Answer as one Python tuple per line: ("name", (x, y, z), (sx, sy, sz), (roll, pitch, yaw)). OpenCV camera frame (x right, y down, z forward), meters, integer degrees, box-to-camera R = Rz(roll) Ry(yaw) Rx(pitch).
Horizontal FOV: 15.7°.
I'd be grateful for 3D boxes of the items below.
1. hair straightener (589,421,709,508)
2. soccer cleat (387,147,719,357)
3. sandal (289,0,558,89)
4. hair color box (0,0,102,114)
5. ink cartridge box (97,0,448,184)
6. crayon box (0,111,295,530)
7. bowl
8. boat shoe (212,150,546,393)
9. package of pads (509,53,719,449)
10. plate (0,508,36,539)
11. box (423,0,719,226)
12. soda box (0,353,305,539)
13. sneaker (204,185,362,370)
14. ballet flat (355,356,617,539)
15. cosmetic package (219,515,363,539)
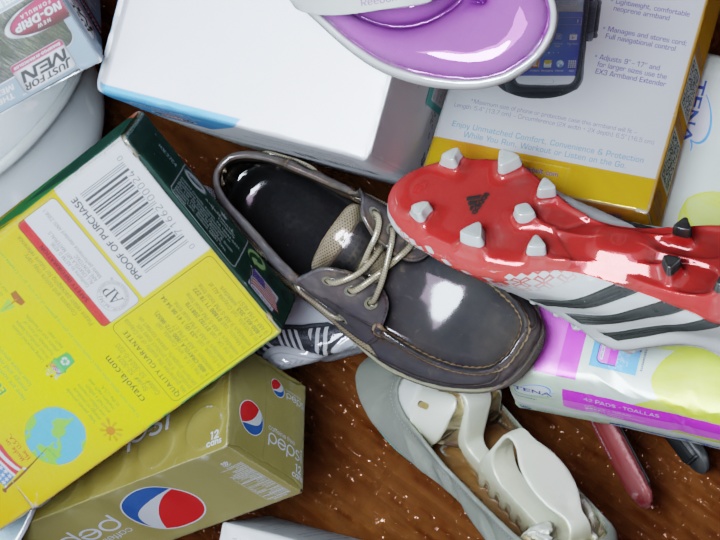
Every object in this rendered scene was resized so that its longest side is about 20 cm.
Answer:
("hair straightener", (0.132, 0.023, 1.382), (0.077, 0.041, 0.200), (-28, 74, -7))
("soccer cleat", (0.106, 0.000, 1.256), (0.200, 0.085, 0.069), (13, 53, 18))
("sandal", (-0.004, -0.147, 1.206), (0.202, 0.050, 0.083), (31, 94, 15))
("hair color box", (-0.190, -0.137, 1.334), (0.099, 0.200, 0.061), (-29, 113, 5))
("ink cartridge box", (-0.019, -0.130, 1.339), (0.146, 0.200, 0.146), (15, 90, 15))
("crayon box", (-0.149, 0.029, 1.311), (0.200, 0.051, 0.127), (-35, 102, 18))
("bowl", (-0.215, -0.059, 1.424), (0.201, 0.201, 0.090), (-22, 126, 13))
("boat shoe", (0.000, 0.000, 1.306), (0.200, 0.073, 0.075), (27, 87, 28))
("package of pads", (0.174, -0.013, 1.326), (0.154, 0.068, 0.200), (12, 74, 15))
("plate", (-0.262, 0.089, 1.353), (0.200, 0.026, 0.201), (0, 92, -13))
("box", (0.118, -0.124, 1.322), (0.119, 0.041, 0.200), (12, 72, 18))
("soda box", (-0.124, 0.106, 1.385), (0.200, 0.064, 0.068), (-22, 50, 31))
("sneaker", (-0.059, 0.001, 1.407), (0.200, 0.075, 0.115), (-17, 86, 17))
("ballet flat", (0.068, 0.092, 1.345), (0.067, 0.064, 0.200), (-20, 50, -27))
("cosmetic package", (0.017, 0.206, 1.375), (0.200, 0.081, 0.113), (15, 91, 14))
